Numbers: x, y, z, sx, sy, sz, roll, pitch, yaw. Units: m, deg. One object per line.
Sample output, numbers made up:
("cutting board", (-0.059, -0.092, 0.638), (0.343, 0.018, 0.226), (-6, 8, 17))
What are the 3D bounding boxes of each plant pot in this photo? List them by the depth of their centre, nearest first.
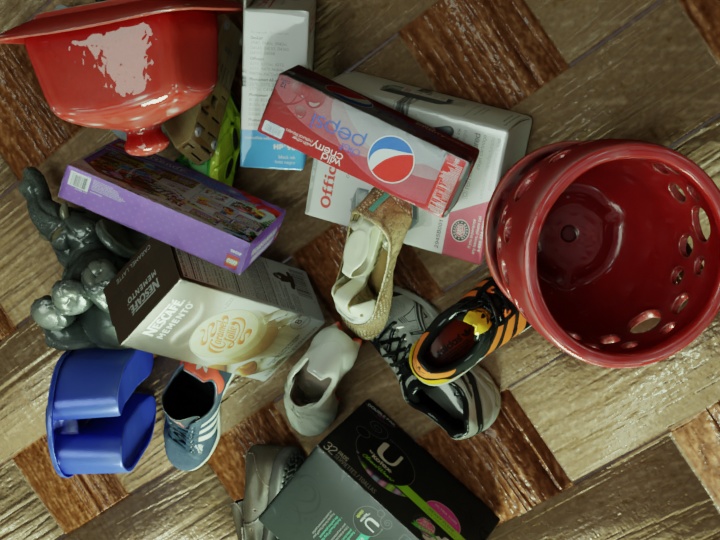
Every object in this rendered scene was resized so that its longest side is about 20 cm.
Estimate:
("plant pot", (0.217, -0.023, 1.303), (0.200, 0.182, 0.201), (-1, 97, -11))

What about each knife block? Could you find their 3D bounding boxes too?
("knife block", (-0.219, -0.224, 1.478), (0.175, 0.064, 0.201), (11, 80, 18))

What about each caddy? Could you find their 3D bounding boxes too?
("caddy", (-0.302, 0.152, 1.601), (0.105, 0.200, 0.142), (2, 106, 6))

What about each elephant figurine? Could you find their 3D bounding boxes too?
("elephant figurine", (-0.299, -0.014, 1.593), (0.141, 0.200, 0.155), (-13, 136, 4))

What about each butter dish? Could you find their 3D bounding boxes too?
("butter dish", (-0.217, -0.184, 1.357), (0.199, 0.200, 0.148), (-6, 99, 14))

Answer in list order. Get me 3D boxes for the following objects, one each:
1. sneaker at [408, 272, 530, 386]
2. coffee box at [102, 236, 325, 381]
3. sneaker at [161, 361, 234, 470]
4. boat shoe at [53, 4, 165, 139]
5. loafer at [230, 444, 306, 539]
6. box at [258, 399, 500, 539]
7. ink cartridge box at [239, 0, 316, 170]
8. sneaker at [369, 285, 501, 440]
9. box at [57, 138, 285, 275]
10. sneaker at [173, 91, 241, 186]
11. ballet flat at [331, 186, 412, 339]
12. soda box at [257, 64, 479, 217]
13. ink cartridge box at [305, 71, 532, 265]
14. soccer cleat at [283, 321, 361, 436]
("sneaker", (0.132, 0.043, 1.403), (0.200, 0.090, 0.070), (-41, 85, 0))
("coffee box", (-0.153, 0.038, 1.493), (0.114, 0.200, 0.080), (-45, 48, 27))
("sneaker", (-0.199, 0.163, 1.607), (0.075, 0.085, 0.200), (26, 125, 12))
("boat shoe", (-0.274, -0.215, 1.547), (0.200, 0.065, 0.074), (54, 127, 24))
("loafer", (-0.113, 0.284, 1.632), (0.071, 0.073, 0.201), (21, 108, 27))
("box", (0.022, 0.267, 1.517), (0.200, 0.149, 0.124), (41, 116, 7))
("ink cartridge box", (-0.082, -0.212, 1.430), (0.066, 0.116, 0.201), (3, 108, 1))
("sneaker", (0.063, 0.094, 1.483), (0.200, 0.088, 0.076), (42, 119, 8))
("box", (-0.187, -0.067, 1.433), (0.199, 0.137, 0.039), (23, 110, 5))
("sneaker", (-0.180, -0.104, 1.535), (0.083, 0.074, 0.201), (21, 113, 12))
("ballet flat", (0.000, 0.000, 1.410), (0.070, 0.065, 0.200), (32, 133, 25))
("soda box", (0.009, -0.123, 1.341), (0.200, 0.070, 0.064), (26, 108, 6))
("ink cartridge box", (0.056, -0.106, 1.429), (0.199, 0.085, 0.146), (17, 111, 20))
("soccer cleat", (-0.055, 0.129, 1.518), (0.069, 0.078, 0.200), (35, 144, 9))
